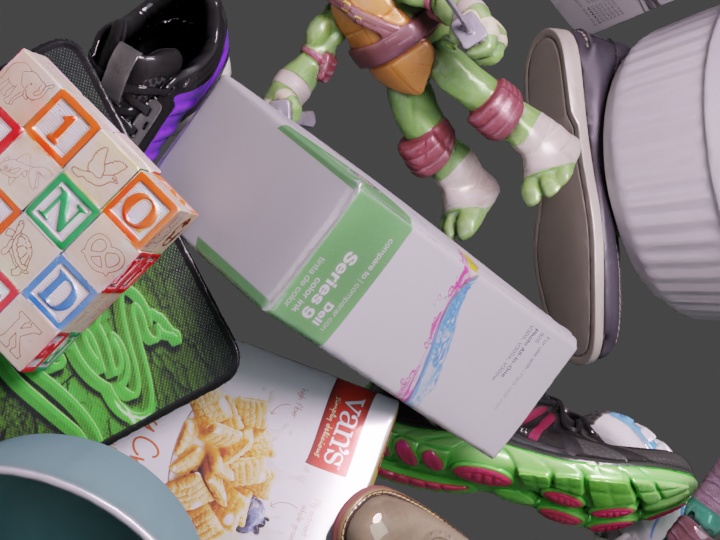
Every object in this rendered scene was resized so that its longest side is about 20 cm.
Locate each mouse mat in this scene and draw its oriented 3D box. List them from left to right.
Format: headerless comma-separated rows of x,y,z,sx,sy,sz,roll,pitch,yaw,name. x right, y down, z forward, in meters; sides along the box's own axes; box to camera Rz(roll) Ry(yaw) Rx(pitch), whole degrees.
-0.172,0.000,1.509,0.161,0.008,0.200,-28,87,5,mouse mat

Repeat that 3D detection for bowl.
-0.155,0.160,1.455,0.201,0.201,0.105,53,26,-14,bowl

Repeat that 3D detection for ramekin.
0.220,-0.062,1.726,0.202,0.094,0.203,19,67,-55,ramekin

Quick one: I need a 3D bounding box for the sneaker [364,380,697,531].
0.097,0.090,1.657,0.200,0.077,0.084,15,63,-4,sneaker

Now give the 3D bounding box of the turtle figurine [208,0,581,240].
0.021,-0.093,1.626,0.144,0.200,0.194,-40,112,7,turtle figurine

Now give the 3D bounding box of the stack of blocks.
-0.193,-0.059,1.480,0.200,0.059,0.115,45,94,6,stack of blocks

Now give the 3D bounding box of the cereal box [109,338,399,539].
-0.095,0.101,1.542,0.200,0.040,0.144,19,71,3,cereal box

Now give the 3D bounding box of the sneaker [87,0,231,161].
-0.135,-0.081,1.547,0.070,0.100,0.200,31,63,6,sneaker

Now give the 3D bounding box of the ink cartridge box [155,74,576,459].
0.000,0.000,1.558,0.200,0.145,0.088,33,95,-43,ink cartridge box

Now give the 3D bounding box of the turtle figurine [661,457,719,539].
0.157,0.202,1.630,0.200,0.101,0.150,-45,150,-5,turtle figurine

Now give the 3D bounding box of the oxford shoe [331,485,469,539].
0.065,0.187,1.524,0.200,0.075,0.070,46,73,-22,oxford shoe

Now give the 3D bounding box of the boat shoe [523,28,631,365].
0.141,-0.044,1.727,0.063,0.073,0.200,0,79,-27,boat shoe

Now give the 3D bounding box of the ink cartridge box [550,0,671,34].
0.197,-0.228,1.709,0.083,0.200,0.147,50,63,-12,ink cartridge box

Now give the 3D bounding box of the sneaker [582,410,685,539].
0.161,0.181,1.712,0.087,0.075,0.200,-24,96,-24,sneaker
